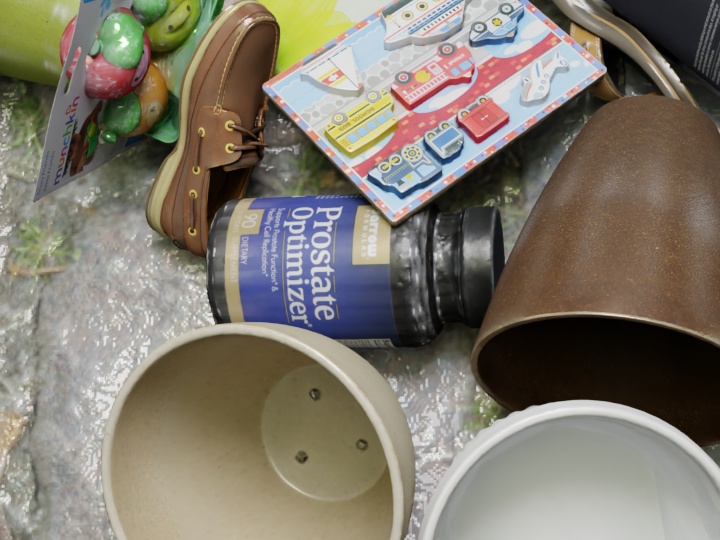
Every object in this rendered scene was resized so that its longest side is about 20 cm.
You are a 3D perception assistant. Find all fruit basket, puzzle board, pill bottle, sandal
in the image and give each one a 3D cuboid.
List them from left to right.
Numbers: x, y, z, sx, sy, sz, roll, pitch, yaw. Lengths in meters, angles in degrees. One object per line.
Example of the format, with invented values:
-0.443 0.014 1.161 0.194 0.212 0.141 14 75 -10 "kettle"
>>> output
-0.165 -0.153 0.871 0.094 0.200 0.185 21 112 2 "fruit basket"
0.000 0.000 0.858 0.200 0.112 0.112 -2 72 13 "pill bottle"
0.053 -0.138 0.853 0.200 0.017 0.151 -35 66 -17 "puzzle board"
0.178 -0.163 0.892 0.055 0.082 0.200 -48 69 13 "sandal"

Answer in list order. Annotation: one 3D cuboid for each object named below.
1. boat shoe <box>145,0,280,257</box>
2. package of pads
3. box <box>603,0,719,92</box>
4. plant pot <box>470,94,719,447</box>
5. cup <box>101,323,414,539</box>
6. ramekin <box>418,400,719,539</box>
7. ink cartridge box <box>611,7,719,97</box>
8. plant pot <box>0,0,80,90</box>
-0.098 -0.101 0.898 0.068 0.072 0.200 36 116 31 "boat shoe"
0.010 -0.166 0.934 0.155 0.068 0.200 -45 68 -5 "package of pads"
0.276 -0.245 0.824 0.200 0.104 0.182 -41 69 -10 "box"
0.182 -0.011 0.797 0.187 0.187 0.200 6 61 15 "plant pot"
-0.046 0.122 0.788 0.200 0.143 0.200 3 99 19 "cup"
0.132 0.174 0.745 0.200 0.105 0.200 0 93 0 "ramekin"
0.326 -0.209 0.889 0.200 0.043 0.198 -44 68 -3 "ink cartridge box"
-0.276 -0.238 0.972 0.193 0.200 0.200 28 80 8 "plant pot"
